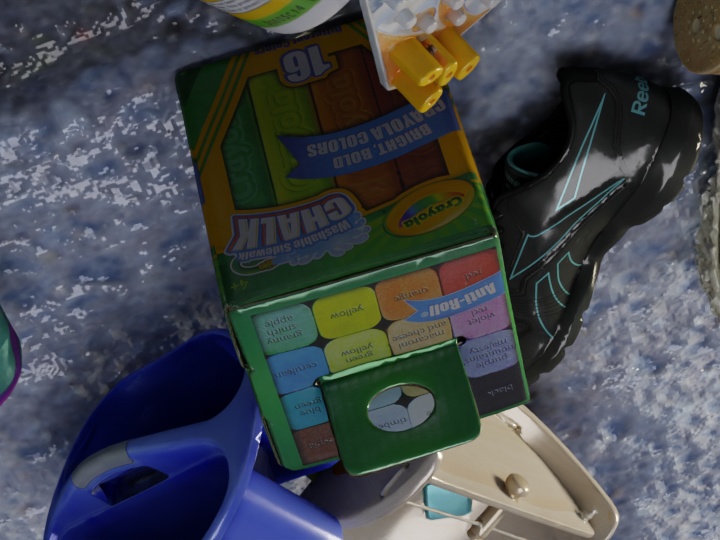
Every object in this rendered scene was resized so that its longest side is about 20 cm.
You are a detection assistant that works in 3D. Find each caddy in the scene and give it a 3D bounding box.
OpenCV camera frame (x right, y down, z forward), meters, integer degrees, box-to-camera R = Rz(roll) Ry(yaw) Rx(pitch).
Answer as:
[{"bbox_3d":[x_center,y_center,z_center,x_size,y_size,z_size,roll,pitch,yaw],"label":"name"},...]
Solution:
[{"bbox_3d":[-0.093,0.113,1.050,0.105,0.142,0.200,25,145,-30],"label":"caddy"}]

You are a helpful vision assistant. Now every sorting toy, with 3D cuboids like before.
[{"bbox_3d":[0.010,0.139,1.122,0.180,0.107,0.200,-44,145,15],"label":"sorting toy"}]

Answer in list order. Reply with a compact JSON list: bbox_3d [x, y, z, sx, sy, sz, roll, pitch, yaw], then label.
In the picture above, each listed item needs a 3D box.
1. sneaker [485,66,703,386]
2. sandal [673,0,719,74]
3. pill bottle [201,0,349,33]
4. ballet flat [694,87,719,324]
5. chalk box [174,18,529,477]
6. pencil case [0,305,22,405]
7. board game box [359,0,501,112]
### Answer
[{"bbox_3d":[0.092,-0.023,1.051,0.079,0.075,0.200,21,119,-20],"label":"sneaker"},{"bbox_3d":[0.174,-0.148,0.900,0.069,0.078,0.212,-2,156,-22],"label":"sandal"},{"bbox_3d":[-0.087,-0.176,0.791,0.200,0.111,0.111,20,126,-34],"label":"pill bottle"},{"bbox_3d":[0.211,-0.039,1.055,0.072,0.072,0.200,-10,138,-7],"label":"ballet flat"},{"bbox_3d":[0.000,0.000,0.937,0.124,0.200,0.124,-16,138,-1],"label":"chalk box"},{"bbox_3d":[-0.222,-0.006,0.940,0.085,0.093,0.200,-17,138,0],"label":"pencil case"},{"bbox_3d":[0.081,-0.166,0.812,0.200,0.026,0.200,-40,162,-7],"label":"board game box"}]
